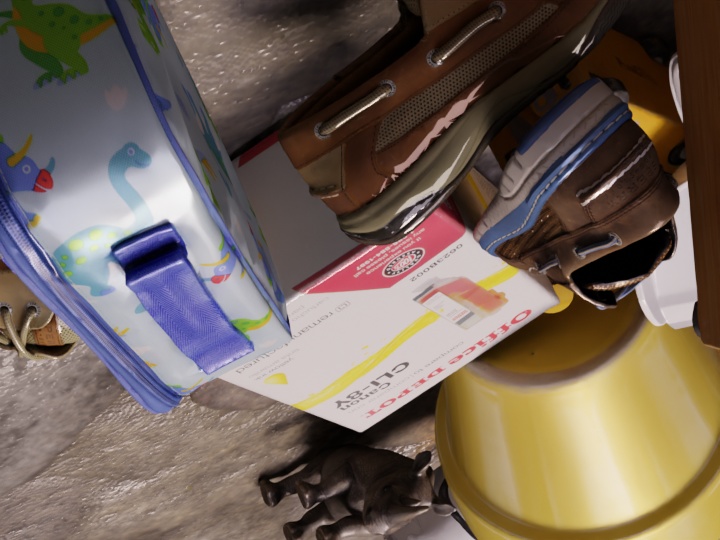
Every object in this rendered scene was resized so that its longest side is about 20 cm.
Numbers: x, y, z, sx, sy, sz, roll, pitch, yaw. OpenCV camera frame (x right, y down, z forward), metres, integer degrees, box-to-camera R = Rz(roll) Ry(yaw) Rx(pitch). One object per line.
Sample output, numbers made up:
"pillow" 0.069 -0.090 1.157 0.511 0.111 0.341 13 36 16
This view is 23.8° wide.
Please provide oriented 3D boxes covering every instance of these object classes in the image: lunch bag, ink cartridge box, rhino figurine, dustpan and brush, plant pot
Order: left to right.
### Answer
"lunch bag" -0.094 -0.044 0.609 0.082 0.161 0.200 -27 157 0
"ink cartridge box" 0.000 0.000 0.885 0.145 0.084 0.200 -34 155 13
"rhino figurine" 0.004 0.149 1.138 0.087 0.060 0.200 -21 -177 -21
"plant pot" 0.132 0.065 1.038 0.200 0.201 0.189 -27 140 -1
"dustpan and brush" 0.188 -0.038 0.852 0.139 0.057 0.201 -11 125 23

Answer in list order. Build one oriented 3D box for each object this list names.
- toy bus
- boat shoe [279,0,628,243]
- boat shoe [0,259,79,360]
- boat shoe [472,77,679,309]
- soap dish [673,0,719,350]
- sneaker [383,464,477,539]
"toy bus" 0.122 -0.080 0.876 0.078 0.065 0.200 -38 154 25
"boat shoe" 0.046 -0.103 0.719 0.200 0.074 0.076 -48 -164 1
"boat shoe" -0.145 -0.001 0.746 0.199 0.074 0.076 -25 155 -6
"boat shoe" 0.098 -0.019 0.759 0.072 0.072 0.200 -41 171 -2
"soap dish" 0.197 -0.049 0.725 0.081 0.201 0.157 -10 168 36
"sneaker" 0.077 0.156 1.232 0.115 0.075 0.200 -39 -179 26
